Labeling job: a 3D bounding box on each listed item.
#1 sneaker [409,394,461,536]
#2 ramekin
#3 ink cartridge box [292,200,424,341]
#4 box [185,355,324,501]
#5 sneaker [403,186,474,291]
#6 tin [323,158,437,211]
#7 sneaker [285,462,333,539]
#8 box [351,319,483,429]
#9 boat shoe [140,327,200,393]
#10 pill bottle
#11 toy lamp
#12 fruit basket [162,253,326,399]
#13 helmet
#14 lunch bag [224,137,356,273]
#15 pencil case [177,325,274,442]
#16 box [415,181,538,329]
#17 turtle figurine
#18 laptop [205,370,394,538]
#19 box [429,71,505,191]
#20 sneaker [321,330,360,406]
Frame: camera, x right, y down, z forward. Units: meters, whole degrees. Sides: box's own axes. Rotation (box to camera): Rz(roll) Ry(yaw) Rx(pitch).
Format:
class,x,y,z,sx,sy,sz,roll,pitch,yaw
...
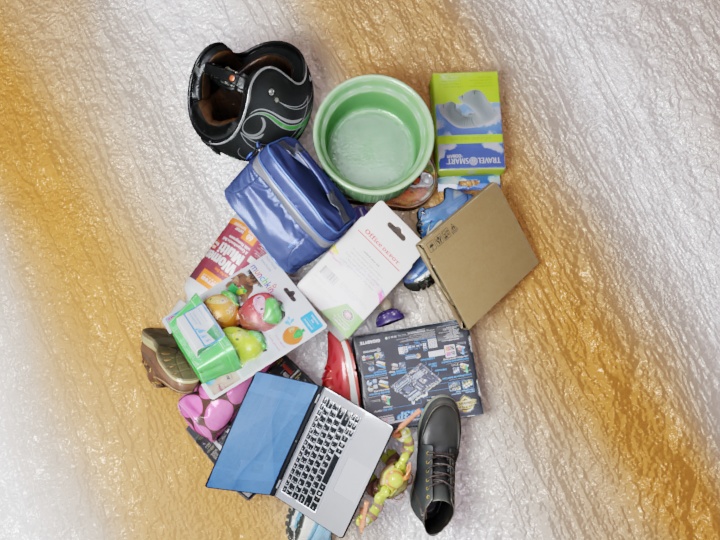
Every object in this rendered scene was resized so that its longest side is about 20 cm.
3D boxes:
class,x,y,z,sx,sy,sz,roll,pitch,yaw
sneaker,0.128,0.303,1.319,0.073,0.106,0.204,7,96,-8
ramekin,0.020,-0.210,1.405,0.196,0.098,0.204,0,79,-2
ink cartridge box,0.000,0.000,1.356,0.117,0.067,0.200,44,75,0
box,-0.159,0.232,1.336,0.200,0.050,0.157,-47,50,-9
sneaker,0.122,-0.055,1.435,0.088,0.079,0.202,30,71,11
tin,0.033,-0.166,1.465,0.196,0.042,0.114,9,83,0
sneaker,-0.047,0.343,1.339,0.089,0.078,0.203,18,100,-29
box,0.093,0.174,1.397,0.196,0.046,0.162,-9,80,-4
boat shoe,-0.297,0.152,1.325,0.071,0.199,0.069,6,103,-31
pill bottle,-0.217,0.017,1.382,0.109,0.110,0.201,34,79,4
toy lamp,0.022,-0.009,1.425,0.057,0.058,0.203,-18,83,-6
fruit basket,-0.178,0.073,1.258,0.199,0.094,0.186,-34,53,-10
helmet,-0.171,-0.281,1.401,0.197,0.189,0.204,4,96,36
lunch bag,-0.107,-0.116,1.334,0.132,0.136,0.201,-38,94,22
pencil case,-0.203,0.161,1.321,0.093,0.091,0.201,34,74,9
box,0.196,-0.026,1.395,0.199,0.021,0.165,-38,105,-30
turtle figurine,0.052,0.311,1.310,0.064,0.161,0.203,25,79,1
laptop,-0.086,0.271,1.231,0.198,0.116,0.190,27,98,16
box,0.186,-0.244,1.481,0.119,0.048,0.204,-3,79,-2
sneaker,-0.059,0.199,1.372,0.113,0.078,0.204,-10,79,-6
